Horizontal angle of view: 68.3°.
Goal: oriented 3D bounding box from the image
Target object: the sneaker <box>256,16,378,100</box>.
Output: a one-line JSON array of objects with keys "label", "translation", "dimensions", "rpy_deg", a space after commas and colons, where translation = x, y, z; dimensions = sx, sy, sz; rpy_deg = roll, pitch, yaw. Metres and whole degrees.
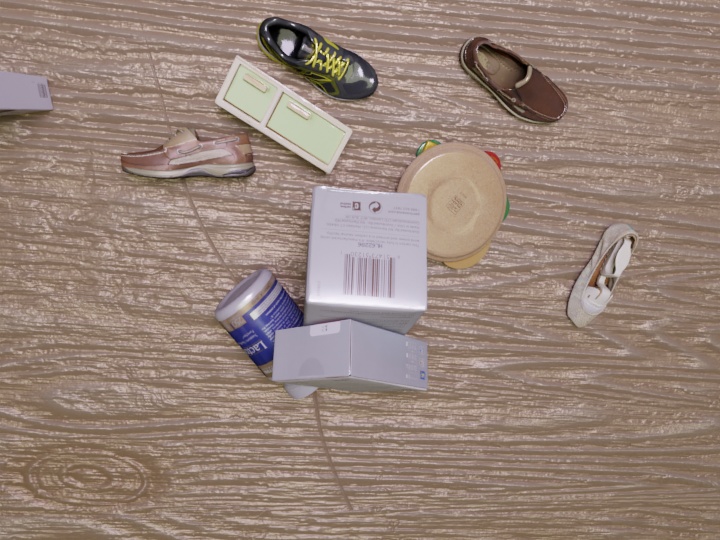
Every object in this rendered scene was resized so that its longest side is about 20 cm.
[{"label": "sneaker", "translation": [-0.064, -0.308, 0.782], "dimensions": [0.196, 0.085, 0.076], "rpy_deg": [21, 104, -11]}]

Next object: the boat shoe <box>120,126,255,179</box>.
[{"label": "boat shoe", "translation": [-0.261, -0.179, 0.812], "dimensions": [0.194, 0.076, 0.076], "rpy_deg": [-3, 102, -13]}]

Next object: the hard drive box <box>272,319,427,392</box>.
[{"label": "hard drive box", "translation": [-0.011, 0.138, 0.810], "dimensions": [0.153, 0.198, 0.079], "rpy_deg": [-11, 69, 36]}]

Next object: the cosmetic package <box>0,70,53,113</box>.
[{"label": "cosmetic package", "translation": [-0.530, -0.229, 0.699], "dimensions": [0.146, 0.200, 0.053], "rpy_deg": [-5, 107, -3]}]

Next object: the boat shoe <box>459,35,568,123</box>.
[{"label": "boat shoe", "translation": [0.244, -0.289, 0.823], "dimensions": [0.199, 0.075, 0.076], "rpy_deg": [25, 103, -12]}]

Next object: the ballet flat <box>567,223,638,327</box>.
[{"label": "ballet flat", "translation": [0.425, 0.014, 0.936], "dimensions": [0.066, 0.062, 0.205], "rpy_deg": [15, 105, -9]}]

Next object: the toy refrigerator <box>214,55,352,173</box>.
[{"label": "toy refrigerator", "translation": [-0.113, -0.234, 0.807], "dimensions": [0.197, 0.070, 0.077], "rpy_deg": [31, 102, -13]}]

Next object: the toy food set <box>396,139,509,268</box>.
[{"label": "toy food set", "translation": [0.153, -0.113, 0.880], "dimensions": [0.196, 0.049, 0.202], "rpy_deg": [23, 103, -11]}]

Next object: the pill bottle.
[{"label": "pill bottle", "translation": [-0.138, 0.108, 0.880], "dimensions": [0.115, 0.116, 0.201], "rpy_deg": [-36, 106, 6]}]

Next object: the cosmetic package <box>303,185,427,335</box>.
[{"label": "cosmetic package", "translation": [0.000, 0.000, 0.790], "dimensions": [0.163, 0.201, 0.171], "rpy_deg": [4, 71, -7]}]
